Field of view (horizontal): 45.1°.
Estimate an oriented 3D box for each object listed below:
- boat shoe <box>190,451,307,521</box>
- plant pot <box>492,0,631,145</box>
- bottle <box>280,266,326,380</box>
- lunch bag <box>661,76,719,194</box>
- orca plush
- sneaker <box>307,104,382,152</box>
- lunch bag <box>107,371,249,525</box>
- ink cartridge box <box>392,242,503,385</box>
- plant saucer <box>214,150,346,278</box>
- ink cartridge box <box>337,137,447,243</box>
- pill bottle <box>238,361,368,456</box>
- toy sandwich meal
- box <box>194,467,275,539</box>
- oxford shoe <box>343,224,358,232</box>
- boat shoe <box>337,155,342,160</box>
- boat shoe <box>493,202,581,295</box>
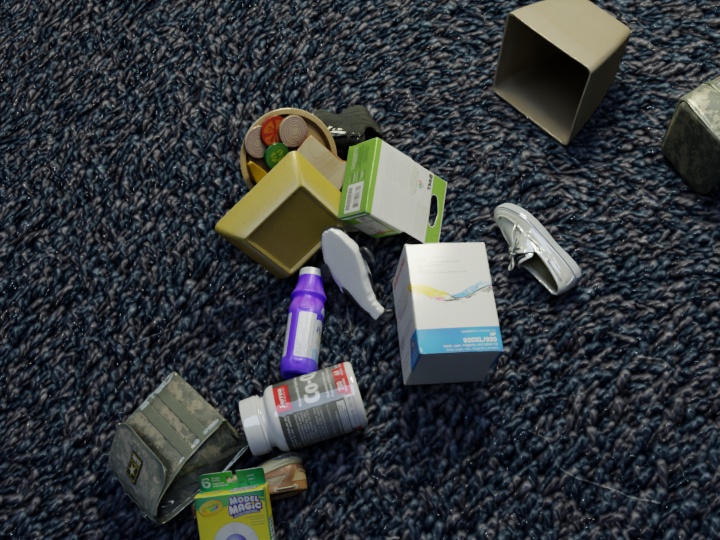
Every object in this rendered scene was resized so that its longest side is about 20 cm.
[{"bbox_3d":[-0.180,0.370,1.425,0.198,0.076,0.074,-25,67,-3],"label":"boat shoe"},{"bbox_3d":[0.394,-0.404,1.652,0.177,0.201,0.200,-38,65,-23],"label":"plant pot"},{"bbox_3d":[-0.098,0.094,1.537,0.064,0.084,0.202,6,65,3],"label":"bottle"},{"bbox_3d":[0.651,-0.256,1.534,0.167,0.200,0.140,-32,65,-6],"label":"lunch bag"},{"bbox_3d":[0.000,0.000,1.562,0.200,0.071,0.105,45,115,-6],"label":"orca plush"},{"bbox_3d":[-0.040,-0.261,1.661,0.199,0.076,0.091,-22,54,-32],"label":"sneaker"},{"bbox_3d":[-0.317,0.299,1.438,0.200,0.118,0.164,-46,49,-13],"label":"lunch bag"},{"bbox_3d":[0.142,0.072,1.466,0.143,0.148,0.202,-2,64,-9],"label":"ink cartridge box"},{"bbox_3d":[-0.122,-0.082,1.529,0.200,0.200,0.049,-43,47,7],"label":"plant saucer"},{"bbox_3d":[0.063,-0.130,1.591,0.075,0.199,0.149,-10,63,44],"label":"ink cartridge box"},{"bbox_3d":[-0.096,0.235,1.449,0.198,0.114,0.115,-17,64,-3],"label":"pill bottle"},{"bbox_3d":[-0.120,-0.194,1.572,0.203,0.070,0.208,-3,101,-18],"label":"toy sandwich meal"},{"bbox_3d":[-0.194,0.419,1.374,0.116,0.048,0.203,-9,89,3],"label":"box"},{"bbox_3d":[-0.084,-0.124,1.652,0.198,0.058,0.076,14,70,15],"label":"oxford shoe"},{"bbox_3d":[-0.115,-0.209,1.686,0.198,0.072,0.077,6,66,10],"label":"boat shoe"},{"bbox_3d":[0.294,-0.031,1.545,0.086,0.075,0.202,-31,70,-26],"label":"boat shoe"}]
